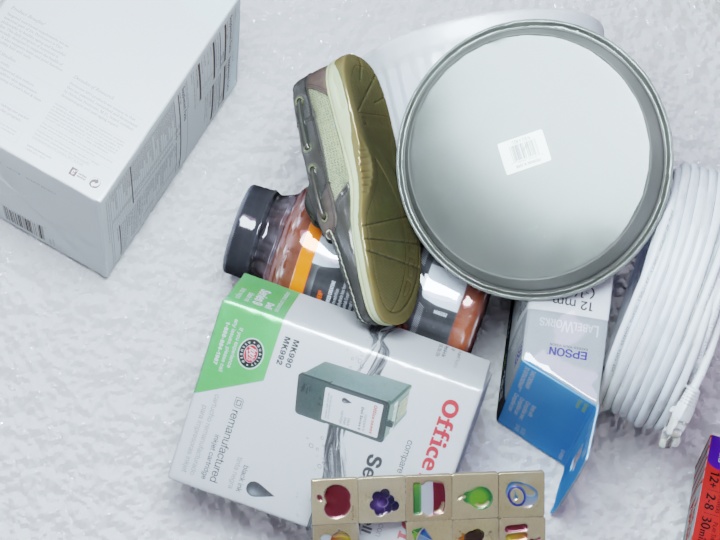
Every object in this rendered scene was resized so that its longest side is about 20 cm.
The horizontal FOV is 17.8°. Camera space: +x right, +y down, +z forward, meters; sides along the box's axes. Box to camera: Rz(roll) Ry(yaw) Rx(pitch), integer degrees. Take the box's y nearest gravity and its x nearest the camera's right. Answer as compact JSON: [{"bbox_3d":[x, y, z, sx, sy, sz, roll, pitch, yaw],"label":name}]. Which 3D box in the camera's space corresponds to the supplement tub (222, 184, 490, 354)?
[{"bbox_3d":[0.000,0.000,1.727,0.199,0.107,0.107,19,68,3],"label":"supplement tub"}]

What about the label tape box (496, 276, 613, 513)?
[{"bbox_3d":[0.141,0.061,1.694,0.066,0.143,0.201,11,68,0],"label":"label tape box"}]

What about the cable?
[{"bbox_3d":[0.231,0.019,1.688,0.069,0.200,0.201,18,99,4],"label":"cable"}]

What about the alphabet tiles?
[{"bbox_3d":[0.049,0.242,1.632,0.166,0.008,0.201,-2,101,-5],"label":"alphabet tiles"}]

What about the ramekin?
[{"bbox_3d":[0.095,-0.119,1.738,0.199,0.201,0.098,-8,78,-8],"label":"ramekin"}]

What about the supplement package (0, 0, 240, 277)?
[{"bbox_3d":[-0.204,-0.135,1.740,0.151,0.151,0.200,29,69,8],"label":"supplement package"}]

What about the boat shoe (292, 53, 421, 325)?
[{"bbox_3d":[-0.007,-0.053,1.660,0.066,0.072,0.202,-17,77,34],"label":"boat shoe"}]

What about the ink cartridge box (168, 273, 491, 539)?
[{"bbox_3d":[-0.020,0.108,1.662,0.199,0.084,0.147,19,103,3],"label":"ink cartridge box"}]

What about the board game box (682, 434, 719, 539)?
[{"bbox_3d":[0.334,0.217,1.675,0.199,0.046,0.152,17,46,2],"label":"board game box"}]

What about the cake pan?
[{"bbox_3d":[0.120,-0.079,1.617,0.199,0.037,0.201,0,88,11],"label":"cake pan"}]
